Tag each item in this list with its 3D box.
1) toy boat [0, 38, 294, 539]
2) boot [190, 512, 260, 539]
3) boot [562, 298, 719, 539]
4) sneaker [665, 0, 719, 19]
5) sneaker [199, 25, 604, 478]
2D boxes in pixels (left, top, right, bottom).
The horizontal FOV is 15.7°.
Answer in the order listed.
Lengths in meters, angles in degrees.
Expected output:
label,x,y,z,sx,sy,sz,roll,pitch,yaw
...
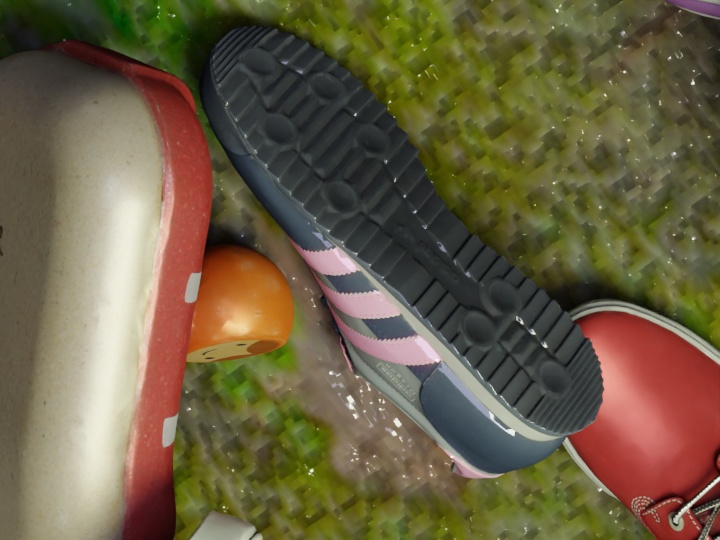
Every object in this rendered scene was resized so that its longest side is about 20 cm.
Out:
label,x,y,z,sx,sy,sz,roll,pitch,yaw
toy boat,-0.083,0.018,0.975,0.131,0.130,0.200,1,105,-36
boot,-0.029,0.185,0.937,0.144,0.072,0.200,30,133,13
boot,0.148,0.099,0.990,0.072,0.144,0.200,-42,102,7
sneaker,0.113,-0.149,0.963,0.200,0.075,0.100,12,103,-8
sneaker,0.000,0.000,0.995,0.200,0.082,0.070,50,51,4
